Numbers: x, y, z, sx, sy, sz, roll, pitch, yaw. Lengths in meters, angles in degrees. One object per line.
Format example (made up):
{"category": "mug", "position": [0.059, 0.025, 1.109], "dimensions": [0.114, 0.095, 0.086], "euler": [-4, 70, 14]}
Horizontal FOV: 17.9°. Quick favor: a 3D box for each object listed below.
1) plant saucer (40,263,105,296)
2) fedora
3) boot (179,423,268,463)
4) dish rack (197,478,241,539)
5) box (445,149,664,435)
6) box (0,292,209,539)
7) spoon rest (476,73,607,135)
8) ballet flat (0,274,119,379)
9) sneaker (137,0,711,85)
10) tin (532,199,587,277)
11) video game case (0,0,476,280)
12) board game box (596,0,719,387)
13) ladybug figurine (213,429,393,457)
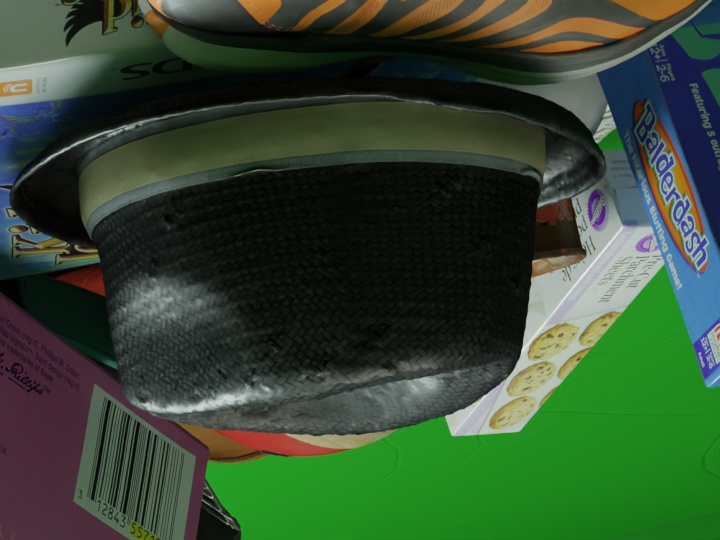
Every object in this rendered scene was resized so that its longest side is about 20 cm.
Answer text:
{"category": "plant saucer", "position": [-0.075, -0.013, 1.031], "dimensions": [0.198, 0.037, 0.200], "euler": [-17, 165, 15]}
{"category": "fedora", "position": [-0.016, 0.003, 0.753], "dimensions": [0.199, 0.092, 0.201], "euler": [-4, 166, -1]}
{"category": "boot", "position": [-0.121, 0.067, 1.238], "dimensions": [0.198, 0.077, 0.155], "euler": [-6, 173, 22]}
{"category": "dish rack", "position": [-0.135, 0.152, 1.187], "dimensions": [0.154, 0.054, 0.200], "euler": [-48, 159, -12]}
{"category": "box", "position": [0.088, 0.014, 1.034], "dimensions": [0.041, 0.039, 0.200], "euler": [-4, 152, -25]}
{"category": "box", "position": [-0.192, 0.088, 0.891], "dimensions": [0.199, 0.097, 0.176], "euler": [-12, 145, 30]}
{"category": "spoon rest", "position": [0.064, -0.046, 1.016], "dimensions": [0.099, 0.061, 0.200], "euler": [-15, 153, 0]}
{"category": "ballet flat", "position": [-0.161, 0.021, 0.919], "dimensions": [0.065, 0.071, 0.200], "euler": [-35, 138, 18]}
{"category": "sneaker", "position": [0.034, -0.105, 0.674], "dimensions": [0.198, 0.078, 0.112], "euler": [-10, 167, -12]}
{"category": "tin", "position": [0.000, 0.000, 0.952], "dimensions": [0.199, 0.042, 0.112], "euler": [-16, 178, 37]}
{"category": "video game case", "position": [-0.053, -0.061, 0.811], "dimensions": [0.180, 0.046, 0.200], "euler": [-10, 162, -12]}
{"category": "board game box", "position": [0.208, -0.043, 0.927], "dimensions": [0.199, 0.153, 0.045], "euler": [-8, 157, -23]}
{"category": "ladybug figurine", "position": [-0.024, 0.044, 1.127], "dimensions": [0.135, 0.072, 0.200], "euler": [-27, -169, -16]}
